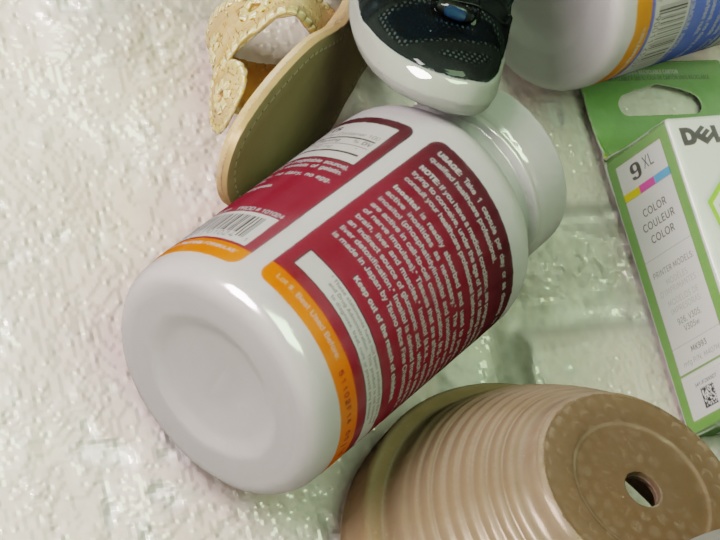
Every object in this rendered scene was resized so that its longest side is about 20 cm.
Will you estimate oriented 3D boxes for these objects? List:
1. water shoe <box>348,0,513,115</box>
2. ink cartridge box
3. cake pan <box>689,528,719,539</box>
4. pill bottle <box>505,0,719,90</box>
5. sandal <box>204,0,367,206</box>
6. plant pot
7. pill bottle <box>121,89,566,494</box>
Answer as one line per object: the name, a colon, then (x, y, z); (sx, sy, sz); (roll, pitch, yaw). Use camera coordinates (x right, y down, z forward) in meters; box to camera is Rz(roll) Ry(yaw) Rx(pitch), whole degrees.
water shoe: (0.039, -0.153, 1.206); (0.071, 0.079, 0.201); (15, 40, -12)
ink cartridge box: (0.187, -0.024, 1.330); (0.103, 0.059, 0.201); (-6, 71, -34)
cake pan: (0.152, 0.194, 1.109); (0.199, 0.037, 0.202); (-12, 110, -35)
pill bottle: (0.158, -0.164, 1.347); (0.199, 0.112, 0.113); (-20, 79, -37)
sandal: (-0.036, -0.101, 1.237); (0.069, 0.078, 0.212); (24, 42, 18)
plant pot: (0.098, 0.118, 1.158); (0.200, 0.093, 0.202); (17, 45, -18)
pill bottle: (0.000, 0.000, 1.166); (0.200, 0.113, 0.113); (-38, 90, -38)
